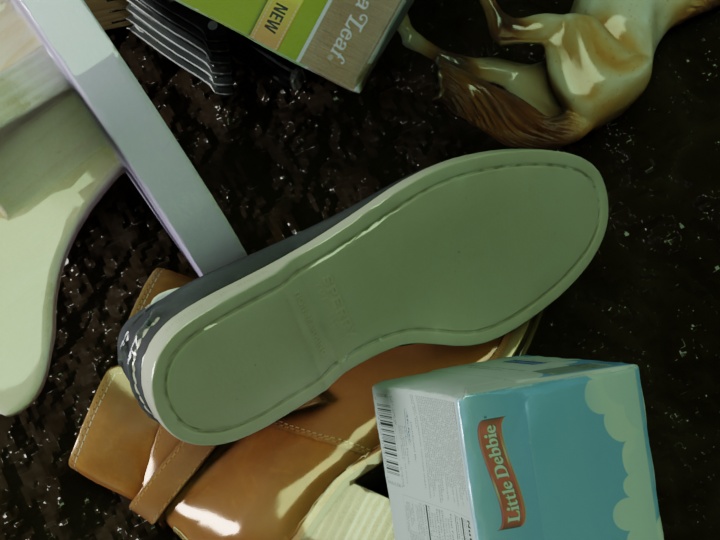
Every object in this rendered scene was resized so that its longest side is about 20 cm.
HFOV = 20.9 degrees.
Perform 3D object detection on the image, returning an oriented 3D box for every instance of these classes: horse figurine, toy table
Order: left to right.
[{"bbox_3d":[-0.145,-0.054,0.753,0.117,0.184,0.200,-35,78,-5],"label":"toy table"},{"bbox_3d":[0.097,-0.119,0.853,0.132,0.050,0.200,37,63,-5],"label":"horse figurine"}]

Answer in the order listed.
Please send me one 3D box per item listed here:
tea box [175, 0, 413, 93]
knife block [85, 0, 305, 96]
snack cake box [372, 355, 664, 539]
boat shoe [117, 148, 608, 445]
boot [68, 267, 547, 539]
[{"bbox_3d":[-0.043,-0.201,0.740,0.196,0.134,0.200,27,31,-5],"label":"tea box"},{"bbox_3d":[-0.085,-0.171,0.870,0.175,0.064,0.201,-12,69,-6],"label":"knife block"},{"bbox_3d":[0.062,0.134,0.686,0.067,0.115,0.201,-9,92,-15],"label":"snack cake box"},{"bbox_3d":[0.000,0.000,0.732,0.199,0.063,0.073,-25,113,-21],"label":"boat shoe"},{"bbox_3d":[-0.014,0.030,0.790,0.154,0.074,0.200,24,68,13],"label":"boot"}]
